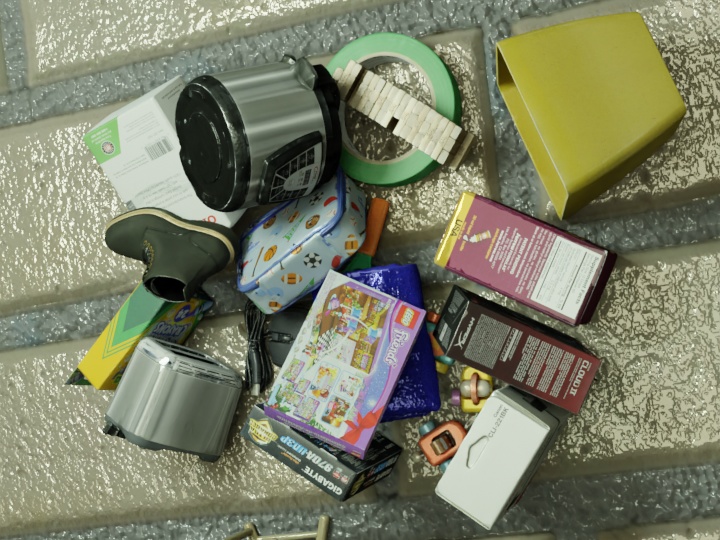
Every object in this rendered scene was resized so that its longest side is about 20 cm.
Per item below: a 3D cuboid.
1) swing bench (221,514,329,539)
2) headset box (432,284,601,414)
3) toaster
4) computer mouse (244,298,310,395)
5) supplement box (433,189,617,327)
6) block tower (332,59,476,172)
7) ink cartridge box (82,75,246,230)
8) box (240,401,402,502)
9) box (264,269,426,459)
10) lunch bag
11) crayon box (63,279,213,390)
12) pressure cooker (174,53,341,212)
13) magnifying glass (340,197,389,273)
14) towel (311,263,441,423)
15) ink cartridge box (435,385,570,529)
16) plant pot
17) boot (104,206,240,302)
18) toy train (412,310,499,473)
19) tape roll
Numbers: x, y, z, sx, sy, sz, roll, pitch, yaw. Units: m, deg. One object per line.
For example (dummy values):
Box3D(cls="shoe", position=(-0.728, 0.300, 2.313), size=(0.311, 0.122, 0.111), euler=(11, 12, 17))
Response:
Box3D(cls="swing bench", position=(-0.117, 0.439, 1.611), size=(0.128, 0.199, 0.203), euler=(-8, 85, 17))
Box3D(cls="headset box", position=(0.198, 0.099, 1.523), size=(0.198, 0.149, 0.078), euler=(23, 96, -5))
Box3D(cls="toaster", position=(-0.253, 0.173, 1.668), size=(0.113, 0.199, 0.131), euler=(24, 92, 46))
Box3D(cls="computer mouse", position=(-0.074, 0.102, 1.682), size=(0.197, 0.053, 0.141), euler=(0, 88, 17))
Box3D(cls="supplement box", position=(0.210, -0.015, 1.555), size=(0.198, 0.131, 0.104), euler=(25, 96, 16))
Box3D(cls="block tower", position=(0.052, -0.204, 1.599), size=(0.199, 0.058, 0.054), euler=(33, 99, 15))
Box3D(cls="ink cartridge box", position=(-0.258, -0.137, 1.671), size=(0.145, 0.084, 0.202), euler=(-20, 109, 33))
Box3D(cls="box", position=(-0.046, 0.221, 1.592), size=(0.158, 0.200, 0.046), euler=(32, 101, 15))
Box3D(cls="box", position=(-0.018, 0.114, 1.524), size=(0.135, 0.039, 0.202), euler=(23, 65, 8))
Box3D(cls="lunch bag", position=(-0.083, -0.043, 1.637), size=(0.199, 0.161, 0.076), euler=(-33, 123, 22))
Box3D(cls="crayon box", position=(-0.306, 0.100, 1.715), size=(0.052, 0.125, 0.201), euler=(43, 101, 20))
Box3D(cls="pressure cooker", position=(-0.115, -0.177, 1.566), size=(0.175, 0.198, 0.181), euler=(2, 105, 56))
Box3D(cls="magnifying glass", position=(0.000, 0.000, 1.653), size=(0.078, 0.022, 0.203), euler=(14, 80, 11))
Box3D(cls="towel", position=(0.019, 0.095, 1.590), size=(0.145, 0.050, 0.203), euler=(-12, 75, 7))
Box3D(cls="ink cartridge box", position=(0.179, 0.222, 1.522), size=(0.083, 0.200, 0.146), euler=(32, 98, 16))
Box3D(cls="plant pot", position=(0.286, -0.202, 1.515), size=(0.174, 0.200, 0.202), euler=(-25, 81, 3))
Box3D(cls="boot", position=(-0.275, -0.017, 1.612), size=(0.197, 0.139, 0.078), euler=(3, 121, 24))
Box3D(cls="toy train", position=(0.101, 0.156, 1.619), size=(0.149, 0.056, 0.202), euler=(-28, 80, 9))
Box3D(cls="tape roll", position=(0.036, -0.215, 1.659), size=(0.197, 0.048, 0.204), euler=(0, 89, 17))
